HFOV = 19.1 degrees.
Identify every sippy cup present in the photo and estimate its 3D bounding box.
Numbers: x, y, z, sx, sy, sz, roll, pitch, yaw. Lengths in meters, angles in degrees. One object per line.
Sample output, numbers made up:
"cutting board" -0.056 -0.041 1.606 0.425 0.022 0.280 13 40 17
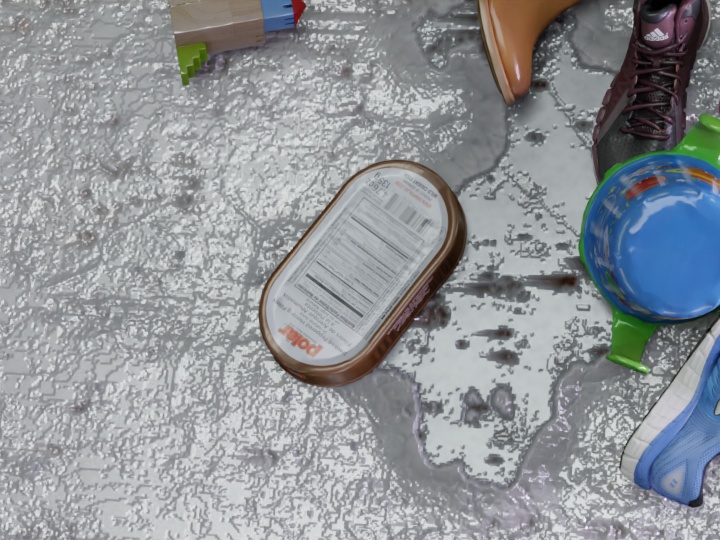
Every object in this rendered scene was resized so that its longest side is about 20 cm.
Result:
"sippy cup" 0.234 -0.019 1.608 0.139 0.130 0.179 -14 95 5

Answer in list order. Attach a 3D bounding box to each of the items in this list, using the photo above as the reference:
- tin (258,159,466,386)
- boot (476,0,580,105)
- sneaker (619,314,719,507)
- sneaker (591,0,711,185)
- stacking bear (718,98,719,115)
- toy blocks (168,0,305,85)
"tin" 0.000 0.000 1.720 0.112 0.042 0.200 35 83 22
"boot" 0.171 -0.236 1.738 0.154 0.074 0.201 -4 76 6
"sneaker" 0.284 0.092 1.624 0.089 0.079 0.200 35 91 11
"sneaker" 0.223 -0.155 1.679 0.075 0.116 0.201 10 76 14
"stacking bear" 0.367 -0.189 1.671 0.113 0.122 0.201 24 70 9
"toy blocks" -0.099 -0.266 1.796 0.136 0.100 0.201 -9 71 -4
